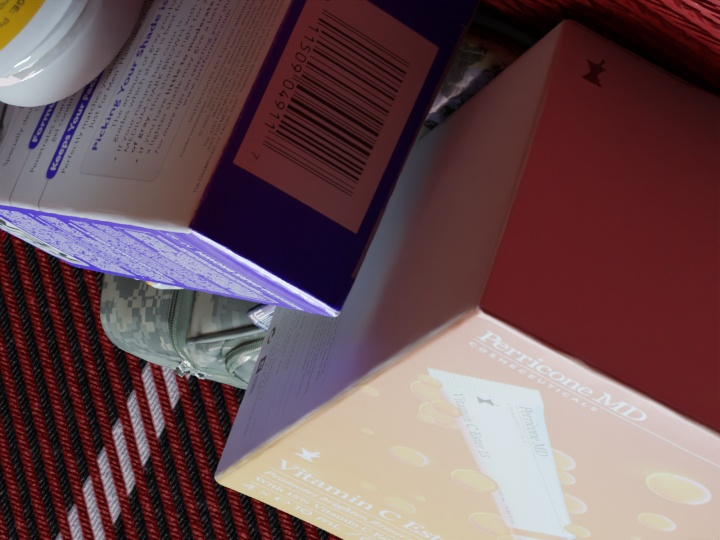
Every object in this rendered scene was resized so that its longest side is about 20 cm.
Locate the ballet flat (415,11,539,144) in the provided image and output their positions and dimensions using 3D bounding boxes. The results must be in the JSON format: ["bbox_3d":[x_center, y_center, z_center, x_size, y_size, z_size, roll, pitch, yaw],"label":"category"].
[{"bbox_3d":[0.003,-0.056,0.845,0.072,0.072,0.200,29,177,-29],"label":"ballet flat"}]

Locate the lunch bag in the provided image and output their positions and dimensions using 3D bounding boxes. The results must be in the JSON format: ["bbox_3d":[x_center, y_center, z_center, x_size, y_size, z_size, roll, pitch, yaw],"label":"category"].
[{"bbox_3d":[0.000,0.000,1.158,0.167,0.140,0.199,7,171,45],"label":"lunch bag"}]

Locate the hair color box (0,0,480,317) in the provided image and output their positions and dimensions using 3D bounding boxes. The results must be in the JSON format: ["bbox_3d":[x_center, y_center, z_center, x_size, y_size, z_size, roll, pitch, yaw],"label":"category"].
[{"bbox_3d":[-0.055,-0.054,0.802,0.065,0.110,0.200,30,170,-30],"label":"hair color box"}]

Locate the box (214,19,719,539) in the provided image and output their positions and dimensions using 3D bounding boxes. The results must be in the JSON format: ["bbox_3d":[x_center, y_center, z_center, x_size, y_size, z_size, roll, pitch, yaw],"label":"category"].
[{"bbox_3d":[0.056,0.026,0.766,0.124,0.098,0.200,27,153,-14],"label":"box"}]

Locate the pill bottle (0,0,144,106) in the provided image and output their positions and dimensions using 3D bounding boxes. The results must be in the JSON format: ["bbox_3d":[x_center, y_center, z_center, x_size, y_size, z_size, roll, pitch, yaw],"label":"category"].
[{"bbox_3d":[-0.151,-0.121,0.729,0.109,0.110,0.200,26,176,39],"label":"pill bottle"}]

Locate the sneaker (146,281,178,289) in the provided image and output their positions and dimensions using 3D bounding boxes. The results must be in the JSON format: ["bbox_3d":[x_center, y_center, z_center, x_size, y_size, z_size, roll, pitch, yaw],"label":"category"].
[{"bbox_3d":[-0.023,-0.046,0.974,0.199,0.079,0.077,-2,-138,-41],"label":"sneaker"}]
